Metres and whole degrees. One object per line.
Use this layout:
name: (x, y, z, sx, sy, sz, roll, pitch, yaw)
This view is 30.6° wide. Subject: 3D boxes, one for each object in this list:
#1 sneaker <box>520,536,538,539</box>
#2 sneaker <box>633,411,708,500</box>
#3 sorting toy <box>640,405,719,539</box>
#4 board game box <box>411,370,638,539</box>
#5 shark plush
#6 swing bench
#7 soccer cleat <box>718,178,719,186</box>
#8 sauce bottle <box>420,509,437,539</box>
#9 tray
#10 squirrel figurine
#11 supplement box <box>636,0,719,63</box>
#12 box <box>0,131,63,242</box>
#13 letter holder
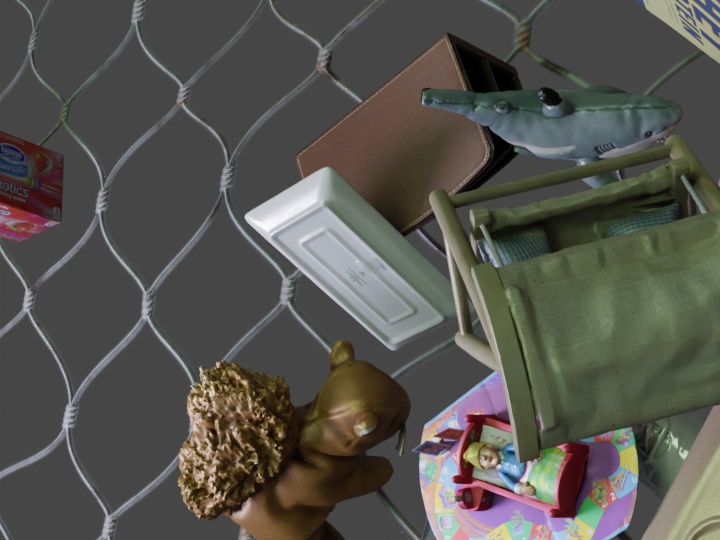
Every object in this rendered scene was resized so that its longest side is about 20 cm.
sneaker: (0.126, 0.184, 1.044, 0.091, 0.076, 0.201, -17, 63, 47)
sneaker: (0.201, 0.114, 0.986, 0.200, 0.080, 0.071, 40, 104, 43)
sorting toy: (0.299, 0.182, 0.877, 0.200, 0.036, 0.186, 32, 100, 33)
board game box: (0.112, 0.150, 0.982, 0.200, 0.039, 0.158, -41, 59, 30)
shark plush: (0.152, -0.136, 1.055, 0.083, 0.199, 0.091, 115, 175, -78)
swing bench: (0.170, 0.011, 0.903, 0.200, 0.198, 0.130, -115, 12, -67)
soccer cleat: (0.298, -0.098, 0.973, 0.076, 0.066, 0.201, -10, 68, 57)
sauce bottle: (0.048, 0.291, 1.087, 0.065, 0.065, 0.201, 16, 88, 46)
tray: (0.000, 0.000, 1.143, 0.107, 0.200, 0.022, -28, 32, 35)
squirrel figurine: (-0.055, 0.148, 1.139, 0.187, 0.199, 0.142, -49, 40, 38)
supplement box: (0.309, -0.248, 0.911, 0.200, 0.134, 0.200, -38, 49, 0)
box: (-0.478, -0.116, 1.645, 0.095, 0.200, 0.100, -19, 64, 37)
letter holder: (0.056, -0.087, 1.181, 0.200, 0.100, 0.143, -36, 56, 31)
